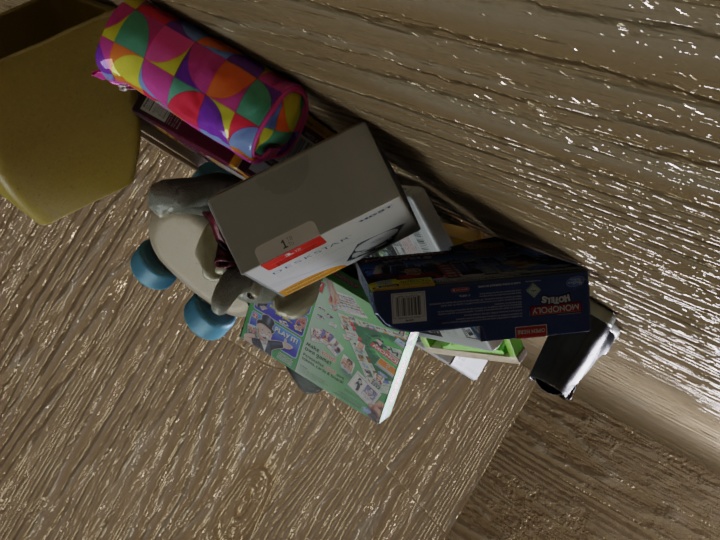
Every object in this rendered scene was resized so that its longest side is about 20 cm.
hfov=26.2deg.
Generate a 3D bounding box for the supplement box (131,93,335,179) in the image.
[{"bbox_3d":[-0.127,-0.147,1.572,0.200,0.086,0.110,30,178,45],"label":"supplement box"}]

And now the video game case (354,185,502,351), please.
[{"bbox_3d":[0.049,-0.008,1.645,0.181,0.023,0.201,9,134,54],"label":"video game case"}]

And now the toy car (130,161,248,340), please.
[{"bbox_3d":[-0.148,-0.052,1.898,0.177,0.184,0.200,42,-144,-1],"label":"toy car"}]

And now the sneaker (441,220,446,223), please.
[{"bbox_3d":[0.113,0.021,1.750,0.073,0.115,0.200,31,177,36],"label":"sneaker"}]

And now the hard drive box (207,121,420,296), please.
[{"bbox_3d":[-0.037,-0.051,1.411,0.077,0.155,0.200,65,-175,10],"label":"hard drive box"}]

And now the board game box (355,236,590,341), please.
[{"bbox_3d":[0.100,0.017,1.482,0.199,0.062,0.200,-5,-169,-4],"label":"board game box"}]

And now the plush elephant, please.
[{"bbox_3d":[-0.122,-0.023,1.651,0.164,0.156,0.200,16,-156,22],"label":"plush elephant"}]

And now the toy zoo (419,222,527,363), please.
[{"bbox_3d":[0.095,0.014,1.687,0.131,0.020,0.201,5,131,39],"label":"toy zoo"}]

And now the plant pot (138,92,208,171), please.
[{"bbox_3d":[-0.240,-0.201,1.875,0.200,0.093,0.201,30,178,1],"label":"plant pot"}]

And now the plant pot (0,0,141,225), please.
[{"bbox_3d":[-0.347,-0.169,1.686,0.194,0.195,0.201,29,143,57],"label":"plant pot"}]

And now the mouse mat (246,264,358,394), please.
[{"bbox_3d":[-0.060,0.033,1.757,0.201,0.161,0.008,58,-144,-2],"label":"mouse mat"}]

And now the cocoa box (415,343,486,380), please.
[{"bbox_3d":[0.100,0.043,2.192,0.200,0.132,0.133,30,178,26],"label":"cocoa box"}]

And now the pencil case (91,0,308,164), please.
[{"bbox_3d":[-0.143,-0.167,1.370,0.199,0.089,0.088,30,178,22],"label":"pencil case"}]

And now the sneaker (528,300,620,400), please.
[{"bbox_3d":[0.229,0.088,1.706,0.075,0.107,0.200,30,178,14],"label":"sneaker"}]

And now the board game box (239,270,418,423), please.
[{"bbox_3d":[-0.036,0.065,1.729,0.199,0.135,0.029,31,-149,20],"label":"board game box"}]

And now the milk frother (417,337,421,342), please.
[{"bbox_3d":[0.000,0.000,1.793,0.180,0.189,0.200,-5,168,21],"label":"milk frother"}]
